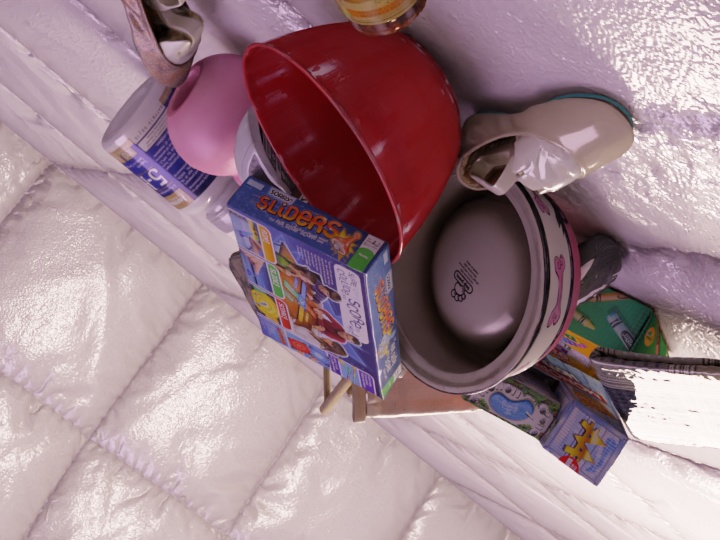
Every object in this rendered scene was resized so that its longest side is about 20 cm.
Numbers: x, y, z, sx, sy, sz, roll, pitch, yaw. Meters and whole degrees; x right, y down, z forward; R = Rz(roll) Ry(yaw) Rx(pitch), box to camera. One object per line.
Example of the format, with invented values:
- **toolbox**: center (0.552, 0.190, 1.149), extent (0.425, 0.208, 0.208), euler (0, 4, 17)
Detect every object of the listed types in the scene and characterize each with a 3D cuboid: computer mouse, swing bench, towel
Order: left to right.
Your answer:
- **computer mouse**: center (-0.079, -0.077, 1.131), extent (0.043, 0.111, 0.201), euler (-15, 140, 14)
- **swing bench**: center (0.060, 0.123, 1.542), extent (0.196, 0.132, 0.200), euler (-1, 177, -16)
- **towel**: center (0.328, 0.121, 1.097), extent (0.198, 0.035, 0.193), euler (4, 152, 30)

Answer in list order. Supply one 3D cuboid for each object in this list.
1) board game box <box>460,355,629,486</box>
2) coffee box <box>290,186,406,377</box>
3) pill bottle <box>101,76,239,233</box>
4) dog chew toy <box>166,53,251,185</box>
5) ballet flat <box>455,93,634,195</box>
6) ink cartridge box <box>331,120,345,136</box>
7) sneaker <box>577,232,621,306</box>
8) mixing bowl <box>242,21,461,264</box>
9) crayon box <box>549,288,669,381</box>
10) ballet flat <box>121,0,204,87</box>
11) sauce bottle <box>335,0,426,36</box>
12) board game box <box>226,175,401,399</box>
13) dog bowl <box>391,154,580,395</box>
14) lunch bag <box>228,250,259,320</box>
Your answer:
- **board game box**: center (0.190, 0.133, 1.223), extent (0.198, 0.062, 0.200), euler (29, -169, -15)
- **coffee box**: center (0.000, 0.000, 1.127), extent (0.079, 0.115, 0.200), euler (20, 160, 38)
- **pill bottle**: center (-0.222, -0.144, 1.522), extent (0.200, 0.120, 0.119), euler (40, 168, -22)
- **dog chew toy**: center (-0.101, -0.134, 1.224), extent (0.199, 0.126, 0.124), euler (32, 171, -26)
- **ballet flat**: center (0.128, -0.085, 0.877), extent (0.069, 0.070, 0.200), euler (39, 168, -19)
- **ink cartridge box**: center (-0.001, -0.115, 1.128), extent (0.116, 0.068, 0.200), euler (26, 164, 37)
- **sneaker**: center (0.156, 0.006, 1.077), extent (0.200, 0.074, 0.085), euler (-42, 71, 53)
- **mixing bowl**: center (0.007, -0.118, 0.925), extent (0.200, 0.108, 0.201), euler (47, 163, 19)
- **crayon box**: center (0.207, 0.047, 1.195), extent (0.199, 0.059, 0.119), euler (28, 167, 33)
- **ballet flat**: center (-0.184, -0.243, 1.099), extent (0.067, 0.069, 0.201), euler (15, 150, 27)
- **sauce bottle**: center (-0.015, -0.225, 0.721), extent (0.066, 0.066, 0.200), euler (28, 168, 32)
- **board game box**: center (-0.034, 0.019, 0.988), extent (0.134, 0.035, 0.201), euler (27, 152, 20)
- **dog bowl**: center (0.104, 0.004, 1.022), extent (0.073, 0.203, 0.199), euler (1, -164, -43)
- **lunch bag**: center (-0.062, -0.003, 1.524), extent (0.140, 0.167, 0.200), euler (59, 167, -4)
